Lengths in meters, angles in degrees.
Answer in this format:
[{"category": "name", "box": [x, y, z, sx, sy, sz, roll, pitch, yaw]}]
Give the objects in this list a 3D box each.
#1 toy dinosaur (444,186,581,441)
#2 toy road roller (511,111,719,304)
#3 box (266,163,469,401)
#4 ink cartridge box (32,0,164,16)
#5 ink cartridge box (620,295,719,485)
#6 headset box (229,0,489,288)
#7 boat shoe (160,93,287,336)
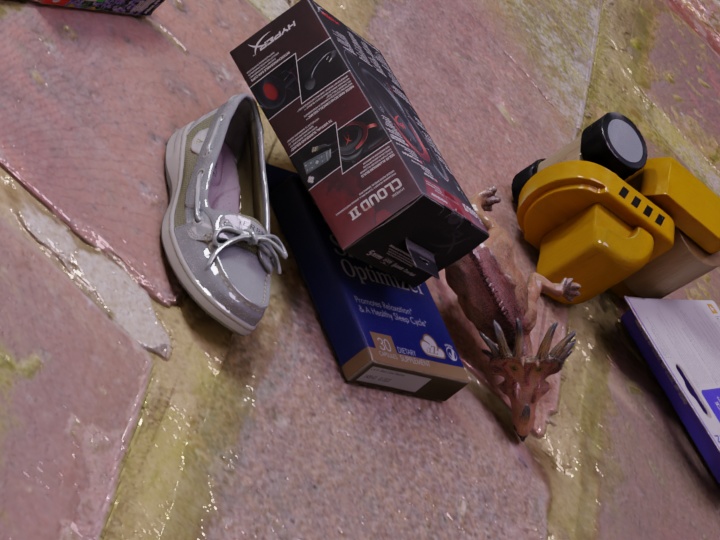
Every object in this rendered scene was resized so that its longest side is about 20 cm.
[{"category": "toy dinosaur", "box": [0.103, 0.017, 1.726, 0.200, 0.086, 0.136, 52, 17, -16]}, {"category": "toy road roller", "box": [0.224, -0.025, 1.966, 0.200, 0.123, 0.146, 35, 44, -25]}, {"category": "box", "box": [0.000, 0.000, 1.670, 0.121, 0.032, 0.200, 14, 43, -50]}, {"category": "ink cartridge box", "box": [-0.220, -0.246, 1.616, 0.200, 0.050, 0.109, -3, 58, -60]}, {"category": "ink cartridge box", "box": [0.312, 0.113, 2.002, 0.200, 0.043, 0.198, 4, 52, -59]}, {"category": "headset box", "box": [0.006, -0.082, 1.631, 0.200, 0.075, 0.149, 60, 13, 20]}, {"category": "boat shoe", "box": [-0.090, -0.041, 1.540, 0.074, 0.065, 0.202, 34, 30, -31]}]
